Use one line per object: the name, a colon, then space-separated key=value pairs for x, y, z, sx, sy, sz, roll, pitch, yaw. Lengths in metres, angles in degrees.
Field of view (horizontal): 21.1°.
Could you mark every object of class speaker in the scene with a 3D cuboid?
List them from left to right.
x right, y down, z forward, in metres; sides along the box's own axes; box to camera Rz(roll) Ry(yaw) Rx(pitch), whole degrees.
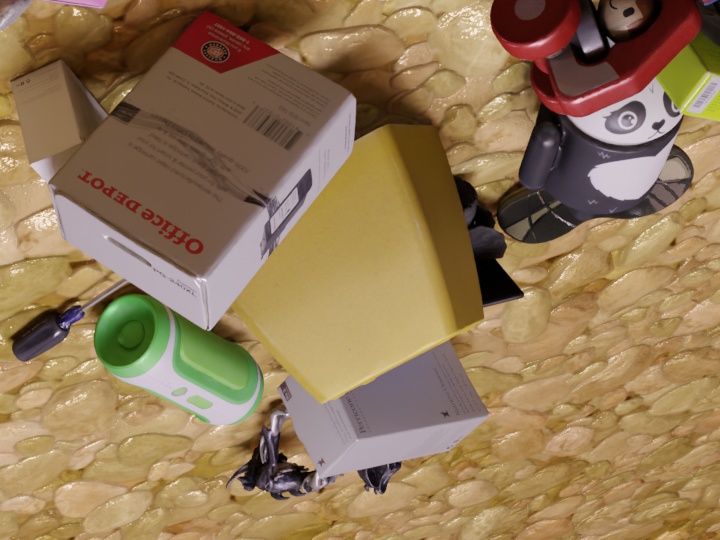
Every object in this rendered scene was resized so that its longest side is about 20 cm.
speaker: x=-0.172 y=0.088 z=1.860 sx=0.088 sy=0.089 sz=0.200 roll=-29 pitch=150 yaw=16

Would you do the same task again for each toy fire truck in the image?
toy fire truck: x=0.182 y=-0.220 z=1.447 sx=0.167 sy=0.201 sz=0.112 roll=-24 pitch=147 yaw=16

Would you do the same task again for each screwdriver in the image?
screwdriver: x=-0.243 y=0.028 z=1.777 sx=0.199 sy=0.028 sz=0.029 roll=-32 pitch=180 yaw=19

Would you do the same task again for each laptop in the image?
laptop: x=0.046 y=0.051 z=1.912 sx=0.186 sy=0.200 sz=0.117 roll=-14 pitch=117 yaw=-12

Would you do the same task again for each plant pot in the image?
plant pot: x=0.000 y=0.000 z=1.654 sx=0.199 sy=0.177 sz=0.200 roll=-29 pitch=176 yaw=14

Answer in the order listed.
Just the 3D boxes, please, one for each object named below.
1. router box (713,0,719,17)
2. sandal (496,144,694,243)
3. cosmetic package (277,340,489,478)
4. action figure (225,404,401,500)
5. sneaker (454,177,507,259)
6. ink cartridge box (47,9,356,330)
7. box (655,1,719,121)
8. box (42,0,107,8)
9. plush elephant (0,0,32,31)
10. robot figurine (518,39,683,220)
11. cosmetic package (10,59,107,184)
router box: x=0.293 y=-0.259 z=1.443 sx=0.051 sy=0.201 sz=0.149 roll=-14 pitch=152 yaw=-11
sandal: x=0.220 y=-0.085 z=1.849 sx=0.200 sy=0.058 sz=0.080 roll=-16 pitch=124 yaw=28
cosmetic package: x=0.024 y=0.137 z=2.013 sx=0.199 sy=0.113 sz=0.081 roll=-7 pitch=151 yaw=-46
action figure: x=-0.057 y=0.200 z=2.118 sx=0.199 sy=0.103 sz=0.119 roll=-4 pitch=171 yaw=31
sneaker: x=0.047 y=-0.027 z=1.829 sx=0.199 sy=0.060 sz=0.104 roll=-18 pitch=148 yaw=-14
ink cartridge box: x=-0.117 y=-0.077 z=1.459 sx=0.200 sy=0.145 sz=0.084 roll=-52 pitch=164 yaw=-25
box: x=0.256 y=-0.198 z=1.533 sx=0.121 sy=0.201 sz=0.048 roll=6 pitch=133 yaw=-39
box: x=-0.170 y=-0.289 z=1.126 sx=0.096 sy=0.177 sz=0.200 roll=3 pitch=143 yaw=-35
plush elephant: x=-0.292 y=-0.192 z=1.233 sx=0.199 sy=0.156 sz=0.165 roll=11 pitch=139 yaw=-42
robot figurine: x=0.217 y=-0.128 z=1.695 sx=0.124 sy=0.151 sz=0.200 roll=19 pitch=148 yaw=4
cosmetic package: x=-0.212 y=-0.079 z=1.554 sx=0.050 sy=0.083 sz=0.200 roll=-24 pitch=150 yaw=6
